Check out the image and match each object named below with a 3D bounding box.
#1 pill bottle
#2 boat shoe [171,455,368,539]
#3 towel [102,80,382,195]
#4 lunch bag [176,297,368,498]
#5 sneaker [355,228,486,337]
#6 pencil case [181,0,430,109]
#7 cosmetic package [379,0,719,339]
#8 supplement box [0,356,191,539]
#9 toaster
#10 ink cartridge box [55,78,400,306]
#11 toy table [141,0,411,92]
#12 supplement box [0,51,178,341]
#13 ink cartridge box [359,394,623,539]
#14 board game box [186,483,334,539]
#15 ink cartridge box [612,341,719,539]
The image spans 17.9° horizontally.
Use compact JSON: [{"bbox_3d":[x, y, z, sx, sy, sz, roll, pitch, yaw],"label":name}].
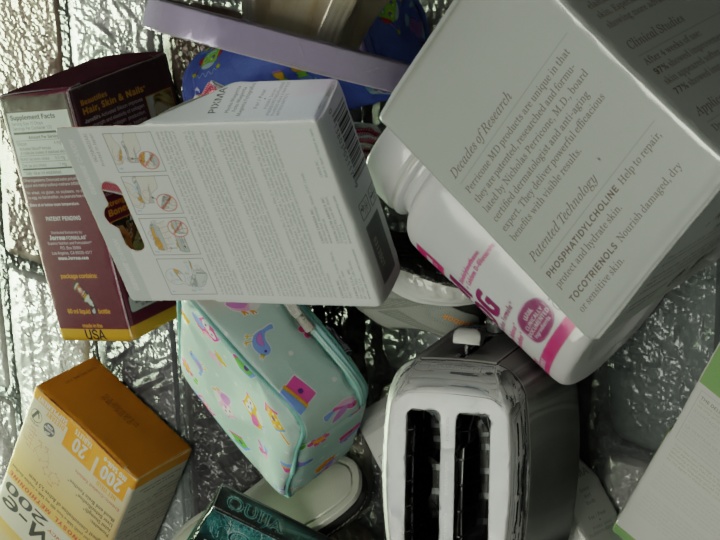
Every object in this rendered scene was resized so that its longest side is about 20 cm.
[{"bbox_3d":[0.103,-0.029,1.532,0.200,0.113,0.114,44,131,17],"label":"pill bottle"},{"bbox_3d":[-0.064,0.207,1.817,0.199,0.074,0.060,-30,131,28],"label":"boat shoe"},{"bbox_3d":[-0.096,-0.083,1.647,0.200,0.146,0.030,-21,63,53],"label":"towel"},{"bbox_3d":[-0.071,0.071,1.703,0.161,0.077,0.200,50,161,15],"label":"lunch bag"},{"bbox_3d":[0.000,0.000,1.642,0.199,0.074,0.080,20,132,14],"label":"sneaker"},{"bbox_3d":[-0.034,-0.143,1.621,0.199,0.078,0.087,-15,131,42],"label":"pencil case"},{"bbox_3d":[0.158,-0.103,1.415,0.200,0.167,0.167,47,132,14],"label":"cosmetic package"},{"bbox_3d":[-0.235,0.192,1.944,0.126,0.073,0.201,40,130,20],"label":"supplement box"},{"bbox_3d":[0.080,0.135,1.560,0.113,0.129,0.201,5,97,23],"label":"toaster"},{"bbox_3d":[-0.087,-0.051,1.557,0.199,0.057,0.163,4,132,28],"label":"ink cartridge box"},{"bbox_3d":[-0.031,-0.186,1.455,0.183,0.199,0.118,22,98,48],"label":"toy table"},{"bbox_3d":[-0.191,-0.057,1.767,0.085,0.110,0.201,-1,108,40],"label":"supplement box"},{"bbox_3d":[0.098,0.162,1.679,0.161,0.050,0.201,-35,77,44],"label":"ink cartridge box"},{"bbox_3d":[-0.046,0.254,1.782,0.199,0.028,0.135,28,133,-6],"label":"board game box"},{"bbox_3d":[0.267,0.144,1.519,0.145,0.048,0.201,39,129,20],"label":"ink cartridge box"}]
